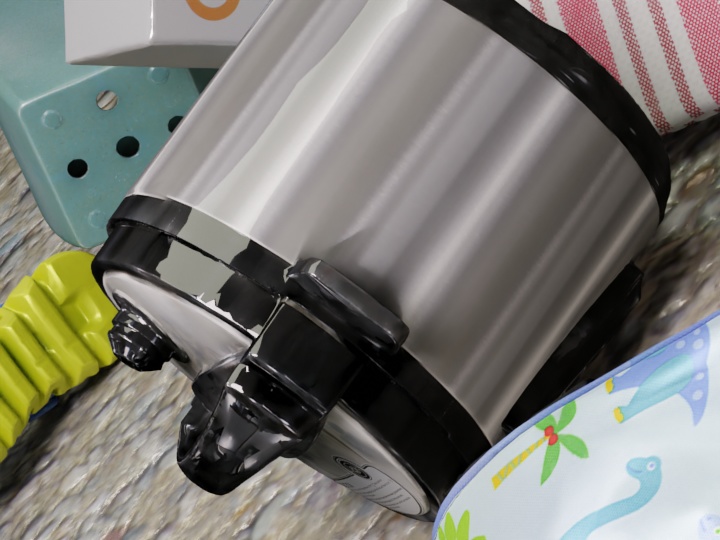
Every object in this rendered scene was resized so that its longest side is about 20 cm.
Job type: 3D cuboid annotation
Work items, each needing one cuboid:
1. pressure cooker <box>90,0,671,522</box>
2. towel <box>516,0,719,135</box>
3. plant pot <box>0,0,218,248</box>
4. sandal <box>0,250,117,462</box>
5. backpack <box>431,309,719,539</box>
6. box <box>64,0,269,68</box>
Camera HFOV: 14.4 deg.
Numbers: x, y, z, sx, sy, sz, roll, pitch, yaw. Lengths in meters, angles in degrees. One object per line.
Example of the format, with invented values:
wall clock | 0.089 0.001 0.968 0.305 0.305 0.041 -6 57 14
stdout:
pressure cooker | -0.002 -0.002 1.067 0.178 0.176 0.200 25 73 38
towel | 0.114 -0.124 1.167 0.200 0.030 0.147 -26 70 35
plant pot | -0.134 -0.104 1.535 0.141 0.142 0.200 -23 27 -1
sandal | -0.204 0.067 1.453 0.200 0.080 0.087 -31 1 -38
backpack | 0.126 0.098 0.616 0.183 0.200 0.147 -35 43 23
box | -0.033 -0.161 1.354 0.097 0.199 0.125 -5 86 60
